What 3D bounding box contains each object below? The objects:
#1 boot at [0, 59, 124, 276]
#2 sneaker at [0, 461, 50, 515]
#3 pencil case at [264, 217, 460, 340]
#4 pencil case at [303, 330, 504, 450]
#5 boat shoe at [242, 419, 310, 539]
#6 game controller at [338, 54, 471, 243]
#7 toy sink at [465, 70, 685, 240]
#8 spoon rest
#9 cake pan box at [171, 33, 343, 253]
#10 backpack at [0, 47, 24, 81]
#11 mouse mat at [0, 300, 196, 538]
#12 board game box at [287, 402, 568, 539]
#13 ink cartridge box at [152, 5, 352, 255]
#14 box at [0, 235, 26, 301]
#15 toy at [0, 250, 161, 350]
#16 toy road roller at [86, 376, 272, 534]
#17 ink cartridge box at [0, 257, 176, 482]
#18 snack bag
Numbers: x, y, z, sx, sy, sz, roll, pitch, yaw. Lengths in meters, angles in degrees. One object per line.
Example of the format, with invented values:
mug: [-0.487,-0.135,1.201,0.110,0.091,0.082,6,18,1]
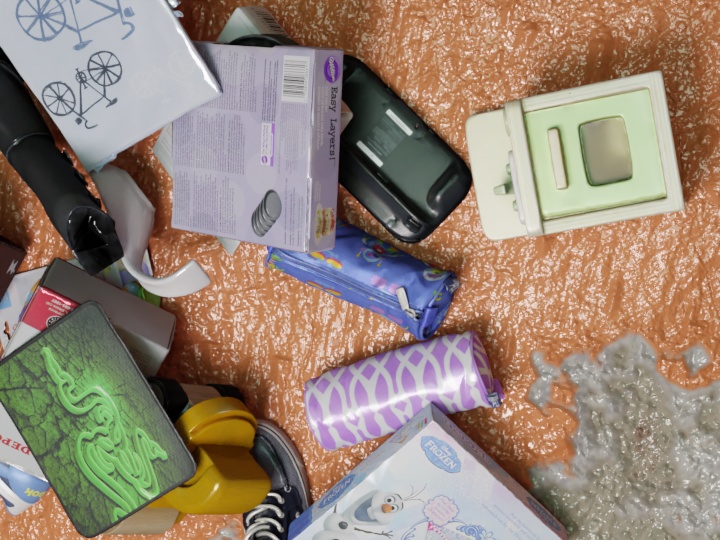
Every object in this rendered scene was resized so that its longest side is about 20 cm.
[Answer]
boot: [-0.316,-0.104,1.268,0.066,0.165,0.200,-36,54,1]
sneaker: [-0.423,0.190,1.432,0.200,0.074,0.082,37,104,9]
pencil case: [0.000,0.000,1.303,0.199,0.087,0.078,26,111,12]
pencil case: [0.042,0.122,1.310,0.199,0.086,0.084,-15,54,15]
boat shoe: [-0.091,0.256,1.343,0.074,0.093,0.201,-20,90,15]
game controller: [0.017,-0.124,1.318,0.104,0.042,0.200,-45,84,-1]
toy sink: [0.196,-0.103,1.231,0.199,0.112,0.131,-9,92,15]
spoon rest: [-0.226,-0.039,1.322,0.061,0.099,0.200,-39,51,-6]
cake pan box: [-0.104,-0.127,1.258,0.184,0.052,0.201,8,102,35]
backpack: [-0.441,-0.209,1.362,0.200,0.167,0.127,-39,86,6]
mouse mat: [-0.265,0.148,1.276,0.161,0.008,0.200,-33,88,22]
board game box: [0.067,0.263,1.294,0.199,0.043,0.200,-42,106,16]
ink cartridge box: [-0.114,-0.141,1.326,0.160,0.047,0.200,51,125,21]
box: [-0.485,-0.004,1.336,0.199,0.164,0.166,28,86,3]
toy: [-0.313,0.047,1.404,0.199,0.047,0.116,-14,90,14]
toy road roller: [-0.181,0.211,1.320,0.146,0.123,0.200,45,109,34]
ink cartridge box: [-0.303,0.111,1.355,0.145,0.083,0.200,28,110,-13]
snack bag: [-0.246,-0.214,1.254,0.188,0.021,0.200,-26,105,24]
